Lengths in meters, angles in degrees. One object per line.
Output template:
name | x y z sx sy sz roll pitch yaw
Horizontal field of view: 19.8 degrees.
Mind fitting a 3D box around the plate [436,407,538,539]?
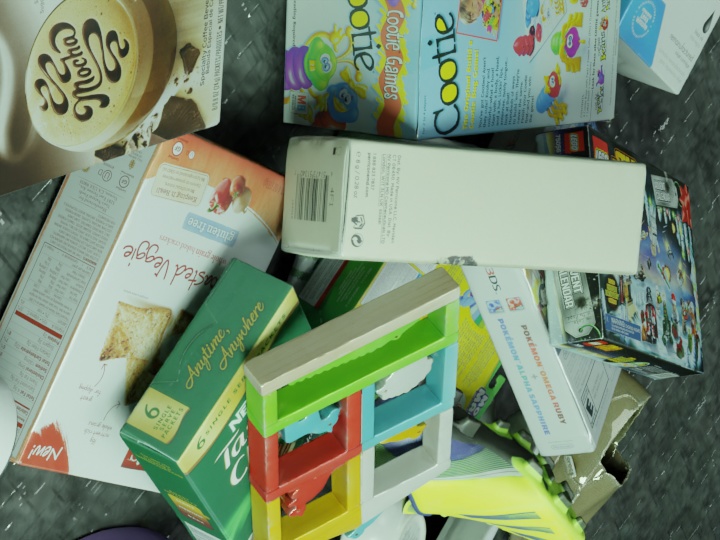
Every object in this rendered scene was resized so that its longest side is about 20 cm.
plate | 0.078 0.188 1.472 0.200 0.032 0.200 -59 171 -25

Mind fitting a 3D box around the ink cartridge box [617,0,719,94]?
ink cartridge box | 0.218 -0.238 1.424 0.116 0.067 0.200 31 85 -54

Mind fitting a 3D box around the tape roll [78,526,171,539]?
tape roll | -0.146 0.263 1.254 0.200 0.085 0.200 -29 131 -39

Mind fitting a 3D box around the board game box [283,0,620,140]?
board game box | 0.058 -0.139 1.236 0.200 0.103 0.105 -10 106 -50

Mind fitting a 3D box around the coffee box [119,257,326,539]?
coffee box | -0.067 0.090 1.194 0.123 0.044 0.200 -56 157 -19

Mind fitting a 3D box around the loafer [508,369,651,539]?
loafer | 0.168 0.162 1.593 0.076 0.067 0.200 -17 125 -68

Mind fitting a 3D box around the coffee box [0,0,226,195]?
coffee box | -0.162 -0.109 1.007 0.200 0.080 0.113 -24 129 -43

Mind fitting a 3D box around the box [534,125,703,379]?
box | 0.173 -0.007 1.358 0.200 0.040 0.137 18 66 -62

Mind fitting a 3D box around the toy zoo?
toy zoo | -0.004 0.095 1.188 0.131 0.020 0.200 -25 143 -22

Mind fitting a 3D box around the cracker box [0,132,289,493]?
cracker box | -0.126 0.018 1.150 0.134 0.058 0.200 21 94 -56

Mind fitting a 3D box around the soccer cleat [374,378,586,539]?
soccer cleat | 0.069 0.136 1.336 0.084 0.065 0.200 -43 128 13

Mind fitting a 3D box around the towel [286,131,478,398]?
towel | 0.000 0.000 1.333 0.149 0.031 0.200 11 105 -52

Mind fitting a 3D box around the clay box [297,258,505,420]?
clay box | 0.040 0.032 1.336 0.115 0.048 0.200 -56 145 -5

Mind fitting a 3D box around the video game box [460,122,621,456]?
video game box | 0.130 -0.009 1.367 0.182 0.047 0.200 68 29 -29

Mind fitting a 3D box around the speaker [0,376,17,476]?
speaker | -0.256 0.054 0.988 0.081 0.081 0.200 -62 145 -4

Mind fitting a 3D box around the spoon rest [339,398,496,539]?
spoon rest | 0.027 0.153 1.405 0.200 0.061 0.099 -50 144 -44

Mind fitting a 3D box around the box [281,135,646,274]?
box | 0.060 -0.037 1.182 0.200 0.082 0.068 3 92 -27
